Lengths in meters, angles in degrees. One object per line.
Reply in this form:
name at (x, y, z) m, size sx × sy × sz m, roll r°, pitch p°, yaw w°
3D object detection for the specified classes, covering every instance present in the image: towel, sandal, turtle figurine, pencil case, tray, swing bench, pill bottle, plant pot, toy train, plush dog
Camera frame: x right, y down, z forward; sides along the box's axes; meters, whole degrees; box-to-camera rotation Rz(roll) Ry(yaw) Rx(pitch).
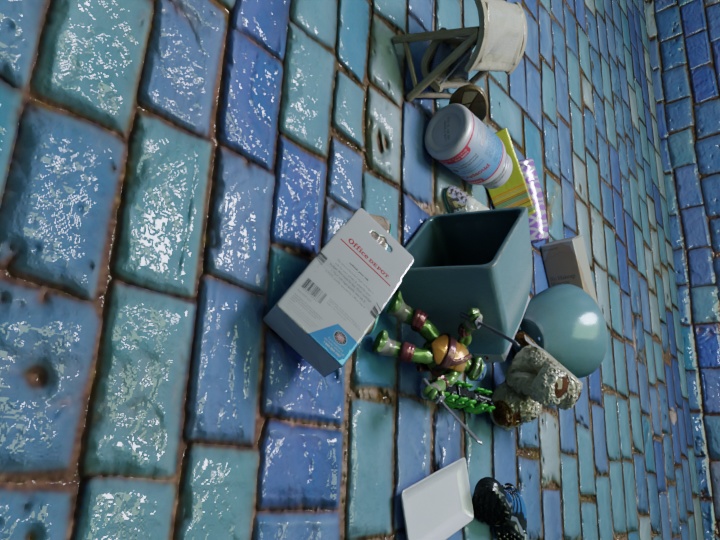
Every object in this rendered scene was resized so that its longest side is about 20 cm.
towel at (0.319, -0.204, 1.334) m, size 0.018 × 0.084 × 0.204 m, roll -79°, pitch 146°, yaw -72°
sandal at (0.224, -0.323, 1.215) m, size 0.200 × 0.078 × 0.056 m, roll 42°, pitch 57°, yaw -68°
turtle figurine at (0.126, 0.118, 0.918) m, size 0.190 × 0.147 × 0.201 m, roll 25°, pitch 18°, yaw -5°
pencil case at (0.384, -0.157, 1.402) m, size 0.085 × 0.081 × 0.206 m, roll -17°, pitch 98°, yaw -85°
tray at (0.125, 0.389, 0.996) m, size 0.197 × 0.022 × 0.111 m, roll -3°, pitch 83°, yaw -51°
swing bench at (0.201, -0.419, 1.146) m, size 0.197 × 0.197 × 0.133 m, roll -21°, pitch 96°, yaw -50°
pill bottle at (0.222, -0.238, 1.201) m, size 0.198 × 0.107 × 0.112 m, roll 23°, pitch 64°, yaw -45°
plant pot at (0.194, 0.032, 1.045) m, size 0.196 × 0.192 × 0.204 m, roll -47°, pitch 125°, yaw -45°
plant pot at (0.400, 0.139, 1.280) m, size 0.132 × 0.199 × 0.206 m, roll -7°, pitch 85°, yaw -30°
toy train at (0.174, 0.224, 1.068) m, size 0.198 × 0.056 × 0.043 m, roll 25°, pitch 48°, yaw -44°
plush dog at (0.316, 0.234, 1.171) m, size 0.173 × 0.160 × 0.199 m, roll -51°, pitch 148°, yaw 8°

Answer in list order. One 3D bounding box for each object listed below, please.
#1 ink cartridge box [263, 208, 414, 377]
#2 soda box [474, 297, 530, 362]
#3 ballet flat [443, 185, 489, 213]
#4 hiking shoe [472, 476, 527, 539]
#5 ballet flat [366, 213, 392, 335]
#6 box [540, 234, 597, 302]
ink cartridge box at (-0.024, 0.026, 0.816) m, size 0.115 × 0.067 × 0.201 m, roll 42°, pitch 57°, yaw -4°
soda box at (0.285, 0.096, 1.230) m, size 0.069 × 0.063 × 0.201 m, roll 60°, pitch 43°, yaw -22°
ballet flat at (0.241, -0.095, 1.220) m, size 0.202 × 0.071 × 0.073 m, roll 56°, pitch 44°, yaw -25°
hiking shoe at (0.259, 0.431, 1.121) m, size 0.202 × 0.073 × 0.088 m, roll 60°, pitch 34°, yaw -35°
ballet flat at (0.000, 0.000, 0.918) m, size 0.066 × 0.068 × 0.204 m, roll 24°, pitch 56°, yaw -23°
box at (0.532, 0.022, 1.527) m, size 0.077 × 0.093 × 0.206 m, roll -17°, pitch 93°, yaw -50°
